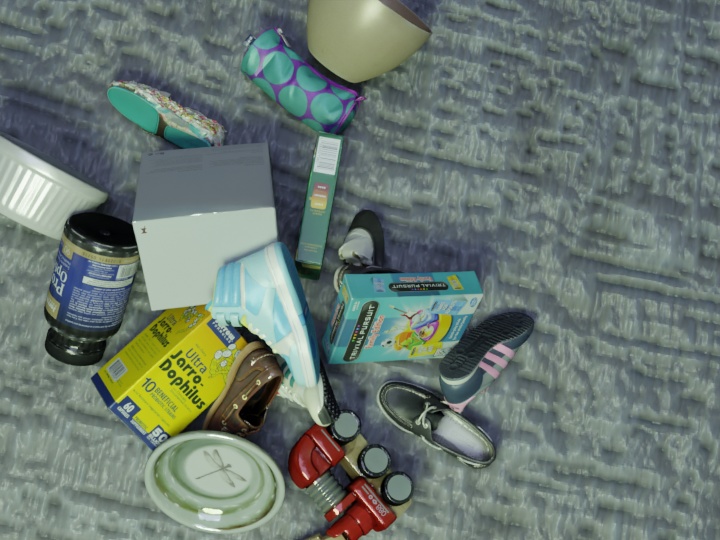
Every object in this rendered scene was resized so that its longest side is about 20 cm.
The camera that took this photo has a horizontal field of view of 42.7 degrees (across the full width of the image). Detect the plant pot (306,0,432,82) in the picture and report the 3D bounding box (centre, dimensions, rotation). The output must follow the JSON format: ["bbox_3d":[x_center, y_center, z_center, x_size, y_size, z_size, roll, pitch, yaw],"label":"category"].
[{"bbox_3d":[-0.007,-0.373,1.427,0.200,0.200,0.135,39,109,3],"label":"plant pot"}]

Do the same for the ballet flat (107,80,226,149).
[{"bbox_3d":[-0.296,-0.239,1.432,0.199,0.076,0.064,32,47,-2],"label":"ballet flat"}]

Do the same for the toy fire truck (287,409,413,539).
[{"bbox_3d":[-0.052,0.326,1.313,0.200,0.129,0.176,-39,84,-24],"label":"toy fire truck"}]

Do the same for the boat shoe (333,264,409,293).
[{"bbox_3d":[0.053,0.033,1.359,0.199,0.057,0.068,14,83,-35],"label":"boat shoe"}]

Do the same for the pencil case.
[{"bbox_3d":[-0.094,-0.293,1.440,0.200,0.085,0.093,39,108,3],"label":"pencil case"}]

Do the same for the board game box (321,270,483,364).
[{"bbox_3d":[0.058,0.069,1.326,0.198,0.152,0.047,-2,49,-20],"label":"board game box"}]

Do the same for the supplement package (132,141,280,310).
[{"bbox_3d":[-0.212,-0.068,1.309,0.189,0.148,0.201,-6,35,-5],"label":"supplement package"}]

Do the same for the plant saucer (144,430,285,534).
[{"bbox_3d":[-0.202,0.288,1.299,0.198,0.201,0.050,9,34,-3],"label":"plant saucer"}]

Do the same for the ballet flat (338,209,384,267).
[{"bbox_3d":[0.000,0.000,1.393,0.067,0.068,0.202,-7,77,28],"label":"ballet flat"}]

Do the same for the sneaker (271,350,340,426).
[{"bbox_3d":[-0.092,0.167,1.315,0.093,0.200,0.071,-24,122,-1],"label":"sneaker"}]

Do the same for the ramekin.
[{"bbox_3d":[-0.473,-0.121,1.326,0.201,0.202,0.095,30,90,1],"label":"ramekin"}]

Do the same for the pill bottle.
[{"bbox_3d":[-0.384,0.029,1.306,0.111,0.112,0.201,21,110,0],"label":"pill bottle"}]

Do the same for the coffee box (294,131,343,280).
[{"bbox_3d":[-0.064,-0.095,1.386,0.044,0.123,0.202,10,80,-4],"label":"coffee box"}]

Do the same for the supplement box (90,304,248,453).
[{"bbox_3d":[-0.263,0.139,1.309,0.200,0.109,0.109,-43,122,-11],"label":"supplement box"}]

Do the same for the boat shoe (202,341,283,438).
[{"bbox_3d":[-0.165,0.196,1.295,0.070,0.201,0.070,-14,48,-45],"label":"boat shoe"}]

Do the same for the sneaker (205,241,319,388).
[{"bbox_3d":[-0.133,0.072,1.232,0.129,0.080,0.202,-15,98,6],"label":"sneaker"}]

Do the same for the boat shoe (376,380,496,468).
[{"bbox_3d":[0.114,0.228,1.368,0.199,0.060,0.074,36,79,3],"label":"boat shoe"}]

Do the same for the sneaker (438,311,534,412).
[{"bbox_3d":[0.189,0.135,1.388,0.199,0.083,0.070,-31,39,-32],"label":"sneaker"}]
